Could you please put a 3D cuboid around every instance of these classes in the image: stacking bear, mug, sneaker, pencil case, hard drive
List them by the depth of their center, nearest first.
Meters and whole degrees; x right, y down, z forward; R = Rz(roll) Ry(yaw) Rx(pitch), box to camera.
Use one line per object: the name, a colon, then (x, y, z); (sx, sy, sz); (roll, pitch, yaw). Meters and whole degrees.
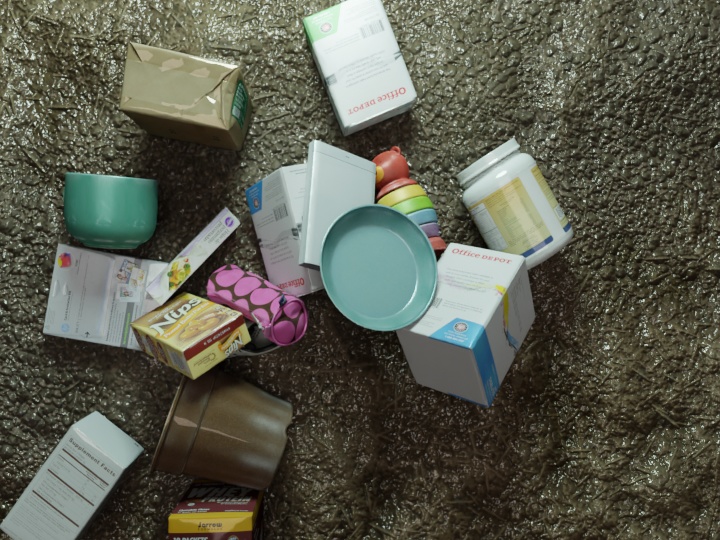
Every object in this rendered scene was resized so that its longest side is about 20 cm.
hard drive: (-0.035, -0.096, 1.047); (0.129, 0.026, 0.207); (14, 73, -35)
pencil case: (-0.180, 0.055, 1.070); (0.093, 0.197, 0.093); (-29, 125, -37)
mug: (-0.426, -0.101, 1.089); (0.148, 0.184, 0.118); (1, 96, -26)
sneaker: (-0.213, 0.116, 1.119); (0.194, 0.088, 0.078); (-14, 92, -2)
stacking bear: (0.071, -0.113, 1.131); (0.112, 0.120, 0.205); (-11, 78, -44)

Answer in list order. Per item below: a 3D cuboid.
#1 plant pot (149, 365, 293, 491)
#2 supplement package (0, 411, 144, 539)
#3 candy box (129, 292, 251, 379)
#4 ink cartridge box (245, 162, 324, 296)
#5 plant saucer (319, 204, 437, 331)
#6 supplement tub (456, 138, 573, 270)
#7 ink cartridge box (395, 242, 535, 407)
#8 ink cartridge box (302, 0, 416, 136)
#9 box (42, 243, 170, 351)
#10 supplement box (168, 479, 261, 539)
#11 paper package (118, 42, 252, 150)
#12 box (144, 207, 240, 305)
plant pot: (-0.225, 0.264, 1.073); (0.193, 0.200, 0.206); (20, 88, -11)
supplement package: (-0.483, 0.366, 1.084); (0.116, 0.117, 0.202); (36, 87, -2)
candy box: (-0.281, 0.101, 1.045); (0.114, 0.197, 0.057); (-32, 119, -34)
ink cartridge box: (-0.111, -0.062, 1.091); (0.084, 0.145, 0.206); (-17, 91, -35)
plant saucer: (0.026, -0.002, 1.007); (0.194, 0.036, 0.207); (5, 72, -16)
supplement tub: (0.267, -0.111, 1.122); (0.142, 0.144, 0.204); (-30, 91, -3)
ink cartridge box: (0.179, 0.083, 1.054); (0.201, 0.144, 0.148); (-51, 136, -30)
ink cartridge box: (-0.002, -0.365, 1.138); (0.142, 0.084, 0.205); (-21, 91, -3)
box: (-0.444, 0.049, 1.129); (0.193, 0.041, 0.161); (9, 88, -5)
supplement box: (-0.233, 0.477, 1.058); (0.128, 0.197, 0.207); (0, 89, -4)
paper package: (-0.283, -0.280, 1.064); (0.184, 0.200, 0.107); (10, 89, -4)
box: (-0.293, -0.025, 1.116); (0.039, 0.041, 0.201); (46, 74, -17)
